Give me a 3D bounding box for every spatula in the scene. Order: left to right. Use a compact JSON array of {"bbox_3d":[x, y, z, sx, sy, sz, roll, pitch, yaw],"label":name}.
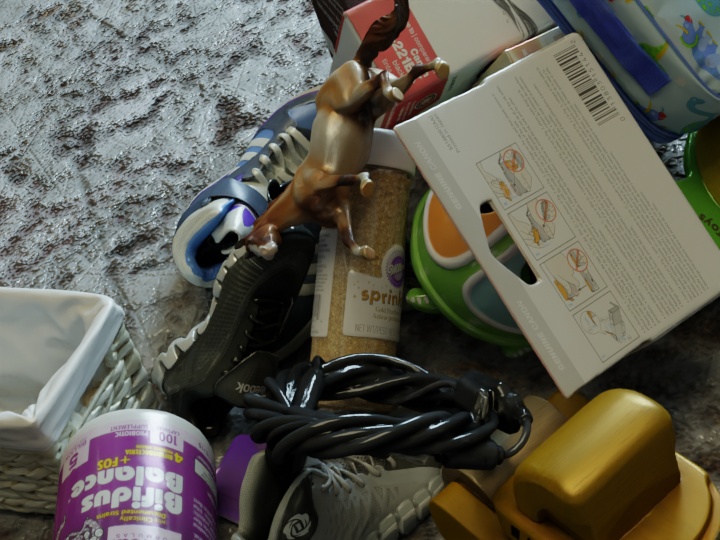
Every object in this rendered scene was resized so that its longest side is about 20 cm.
[{"bbox_3d":[-0.047,0.106,1.059,0.056,0.021,0.200,15,50,29],"label":"spatula"}]

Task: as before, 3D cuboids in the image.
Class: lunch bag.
[{"bbox_3d":[0.202,-0.199,0.993,0.082,0.200,0.161,-37,5,47],"label":"lunch bag"}]

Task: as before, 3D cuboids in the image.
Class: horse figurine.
[{"bbox_3d":[-0.007,-0.090,0.955,0.132,0.050,0.202,16,85,61],"label":"horse figurine"}]

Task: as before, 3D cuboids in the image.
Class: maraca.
[{"bbox_3d":[0.292,-0.061,1.021,0.137,0.107,0.200,36,54,12],"label":"maraca"}]

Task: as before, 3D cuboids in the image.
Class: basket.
[{"bbox_3d":[-0.272,0.102,1.084,0.198,0.124,0.136,2,44,27],"label":"basket"}]

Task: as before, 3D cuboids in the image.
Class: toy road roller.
[{"bbox_3d":[0.131,0.129,0.851,0.122,0.147,0.199,-36,41,-19],"label":"toy road roller"}]

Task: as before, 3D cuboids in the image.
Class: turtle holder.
[{"bbox_3d":[0.131,-0.011,1.007,0.141,0.185,0.132,-52,4,-31],"label":"turtle holder"}]

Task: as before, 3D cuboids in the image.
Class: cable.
[{"bbox_3d":[0.006,0.092,0.881,0.161,0.051,0.200,-7,10,-20],"label":"cable"}]

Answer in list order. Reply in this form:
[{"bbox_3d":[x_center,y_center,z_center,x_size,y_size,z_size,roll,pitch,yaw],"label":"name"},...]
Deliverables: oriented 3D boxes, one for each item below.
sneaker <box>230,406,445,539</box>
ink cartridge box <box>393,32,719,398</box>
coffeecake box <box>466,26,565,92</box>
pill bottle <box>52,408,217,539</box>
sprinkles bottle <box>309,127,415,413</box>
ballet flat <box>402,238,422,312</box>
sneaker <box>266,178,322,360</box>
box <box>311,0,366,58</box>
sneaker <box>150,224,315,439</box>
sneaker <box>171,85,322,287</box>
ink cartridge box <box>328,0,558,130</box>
[{"bbox_3d":[-0.010,0.133,0.935,0.075,0.116,0.200,19,54,39],"label":"sneaker"},{"bbox_3d":[0.128,-0.035,0.913,0.175,0.201,0.045,-29,-7,-31],"label":"ink cartridge box"},{"bbox_3d":[0.174,-0.145,1.113,0.199,0.074,0.153,-28,-7,-26],"label":"coffeecake box"},{"bbox_3d":[-0.149,0.197,0.929,0.111,0.113,0.201,-16,39,6],"label":"pill bottle"},{"bbox_3d":[0.000,0.000,1.024,0.068,0.068,0.203,3,85,27],"label":"sprinkles bottle"},{"bbox_3d":[0.018,-0.002,1.132,0.074,0.075,0.200,-36,39,-18],"label":"ballet flat"},{"bbox_3d":[-0.054,-0.021,1.100,0.075,0.084,0.201,38,99,45],"label":"sneaker"},{"bbox_3d":[0.053,-0.238,1.267,0.163,0.201,0.166,-25,38,-6],"label":"box"},{"bbox_3d":[-0.085,0.053,1.049,0.200,0.066,0.091,-51,47,30],"label":"sneaker"},{"bbox_3d":[-0.075,-0.063,1.173,0.200,0.081,0.147,-39,18,11],"label":"sneaker"},{"bbox_3d":[0.084,-0.186,1.102,0.199,0.144,0.084,-30,83,-11],"label":"ink cartridge box"}]
